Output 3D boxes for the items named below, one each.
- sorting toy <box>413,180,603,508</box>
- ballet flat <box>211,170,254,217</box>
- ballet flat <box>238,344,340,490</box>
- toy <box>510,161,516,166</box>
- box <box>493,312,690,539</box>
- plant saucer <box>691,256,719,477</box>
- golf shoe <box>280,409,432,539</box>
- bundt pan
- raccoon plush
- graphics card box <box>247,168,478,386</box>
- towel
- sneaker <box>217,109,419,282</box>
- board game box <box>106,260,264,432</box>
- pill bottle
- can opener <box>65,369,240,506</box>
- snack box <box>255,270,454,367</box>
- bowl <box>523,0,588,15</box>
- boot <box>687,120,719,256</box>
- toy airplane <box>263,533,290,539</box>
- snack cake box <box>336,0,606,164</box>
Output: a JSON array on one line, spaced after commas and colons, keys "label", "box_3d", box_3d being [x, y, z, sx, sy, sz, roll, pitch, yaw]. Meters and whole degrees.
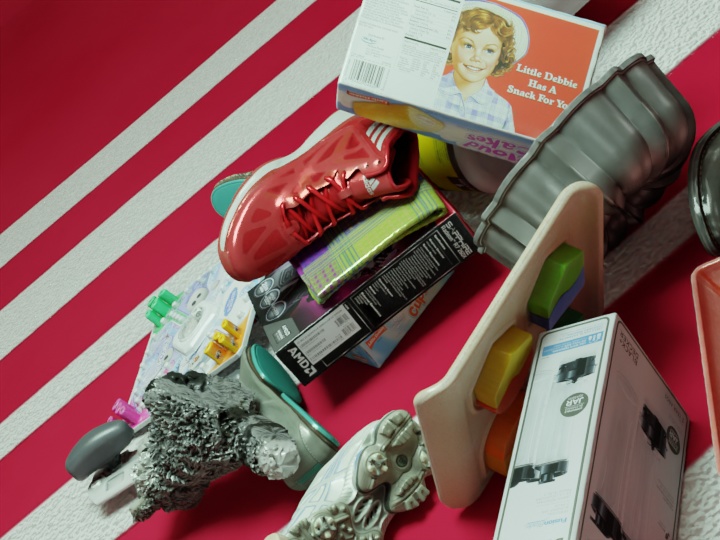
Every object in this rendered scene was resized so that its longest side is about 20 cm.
[{"label": "sorting toy", "box_3d": [0.116, 0.060, 0.932, 0.036, 0.186, 0.200, 29, 67, 25]}, {"label": "ballet flat", "box_3d": [-0.072, -0.084, 1.447, 0.199, 0.068, 0.075, 1, 27, 42]}, {"label": "ballet flat", "box_3d": [-0.078, 0.126, 1.160, 0.064, 0.067, 0.200, -48, 30, 1]}, {"label": "toy", "box_3d": [0.142, -0.169, 1.166, 0.115, 0.200, 0.047, -29, -17, -27]}, {"label": "box", "box_3d": [0.147, 0.141, 0.831, 0.060, 0.117, 0.201, -17, 38, 34]}, {"label": "plant saucer", "box_3d": [0.318, 0.038, 0.851, 0.199, 0.037, 0.201, -25, 34, 26]}, {"label": "golf shoe", "box_3d": [-0.020, 0.195, 1.014, 0.200, 0.078, 0.097, -47, 13, -22]}, {"label": "bundt pan", "box_3d": [0.182, -0.065, 1.026, 0.202, 0.076, 0.202, -42, -15, -14]}, {"label": "raccoon plush", "box_3d": [-0.134, 0.171, 1.103, 0.200, 0.096, 0.135, 36, 117, 60]}, {"label": "graphics card box", "box_3d": [0.000, 0.000, 1.176, 0.200, 0.051, 0.126, -39, 30, 4]}, {"label": "towel", "box_3d": [-0.010, -0.054, 1.188, 0.143, 0.023, 0.200, -38, 30, 1]}, {"label": "sneaker", "box_3d": [-0.029, -0.066, 1.128, 0.200, 0.078, 0.115, -51, 31, -18]}, {"label": "board game box", "box_3d": [-0.173, 0.054, 1.363, 0.200, 0.026, 0.201, -35, 28, 32]}, {"label": "pill bottle", "box_3d": [0.075, -0.132, 1.281, 0.199, 0.109, 0.109, 10, 56, 54]}, {"label": "can opener", "box_3d": [-0.188, 0.151, 1.249, 0.199, 0.067, 0.053, -34, 31, 13]}, {"label": "snack box", "box_3d": [-0.013, 0.020, 1.253, 0.116, 0.037, 0.200, -51, 32, -17]}, {"label": "bowl", "box_3d": [0.164, -0.263, 1.342, 0.200, 0.075, 0.200, -44, 5, -7]}, {"label": "boot", "box_3d": [0.343, -0.096, 0.969, 0.173, 0.069, 0.201, -2, 48, 45]}, {"label": "toy airplane", "box_3d": [-0.066, 0.302, 0.869, 0.199, 0.140, 0.201, -118, 42, -70]}, {"label": "snack cake box", "box_3d": [0.090, -0.168, 1.102, 0.067, 0.199, 0.116, 99, -172, -77]}]
